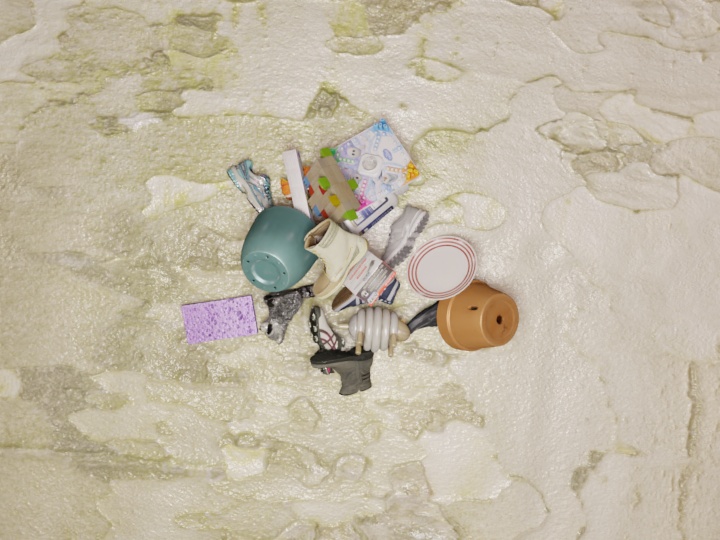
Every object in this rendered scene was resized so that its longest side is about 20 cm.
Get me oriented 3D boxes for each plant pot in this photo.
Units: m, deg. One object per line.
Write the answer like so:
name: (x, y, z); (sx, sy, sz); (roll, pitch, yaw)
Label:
plant pot: (0.324, 0.123, 1.404); (0.199, 0.140, 0.201); (-1, 92, -30)
plant pot: (-0.216, -0.041, 1.360); (0.200, 0.161, 0.201); (8, 127, 11)

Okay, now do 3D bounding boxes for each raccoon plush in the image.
raccoon plush: (-0.183, 0.123, 1.453); (0.199, 0.097, 0.135); (-11, 101, -1)

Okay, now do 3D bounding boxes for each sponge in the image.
sponge: (-0.394, 0.137, 1.474); (0.199, 0.030, 0.112); (-8, 93, -2)

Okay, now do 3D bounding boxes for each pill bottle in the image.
pill bottle: (0.031, -0.190, 1.428); (0.200, 0.111, 0.111); (-39, 94, 0)

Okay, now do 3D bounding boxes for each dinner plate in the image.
dinner plate: (0.222, -0.006, 1.438); (0.199, 0.024, 0.201); (-13, 56, 21)

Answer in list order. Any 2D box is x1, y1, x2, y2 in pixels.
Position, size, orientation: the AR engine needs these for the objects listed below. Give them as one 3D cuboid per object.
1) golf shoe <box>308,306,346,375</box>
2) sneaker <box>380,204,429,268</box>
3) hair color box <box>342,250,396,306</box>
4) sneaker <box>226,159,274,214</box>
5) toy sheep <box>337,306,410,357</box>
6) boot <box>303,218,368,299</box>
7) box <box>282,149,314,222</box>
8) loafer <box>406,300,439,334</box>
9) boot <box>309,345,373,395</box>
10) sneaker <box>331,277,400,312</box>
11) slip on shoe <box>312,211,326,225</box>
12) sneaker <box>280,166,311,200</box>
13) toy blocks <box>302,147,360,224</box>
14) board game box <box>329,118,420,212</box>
golf shoe: (-0.091, 0.189, 1.471); (0.088, 0.077, 0.201); (-15, 103, -19)
sneaker: (0.109, -0.092, 1.469); (0.082, 0.075, 0.200); (38, 96, 30)
hair color box: (0.000, 0.000, 1.393); (0.064, 0.200, 0.111); (37, 92, -31)
sneaker: (-0.274, -0.217, 1.435); (0.086, 0.078, 0.200); (-39, 94, -3)
toy sheep: (0.037, 0.161, 1.429); (0.199, 0.138, 0.139); (8, 93, -4)
boot: (-0.090, -0.027, 1.324); (0.200, 0.072, 0.154); (-50, 137, 12)
box: (-0.164, -0.218, 1.397); (0.041, 0.039, 0.201); (-12, 95, 9)
loafer: (0.212, 0.129, 1.473); (0.200, 0.068, 0.071); (-33, 86, -3)
boot: (-0.046, 0.284, 1.433); (0.199, 0.068, 0.131); (-2, 103, -32)
sneaker: (0.020, 0.072, 1.463); (0.200, 0.070, 0.108); (-40, 117, 17)
slip on shoe: (-0.129, -0.131, 1.451); (0.076, 0.061, 0.200); (33, 92, -3)
sneaker: (-0.126, -0.260, 1.439); (0.199, 0.073, 0.077); (-21, 90, -2)
toy blocks: (-0.083, -0.190, 1.347); (0.100, 0.137, 0.200); (-23, 81, -35)
board game box: (0.024, -0.280, 1.382); (0.200, 0.026, 0.200); (-30, 71, 0)
